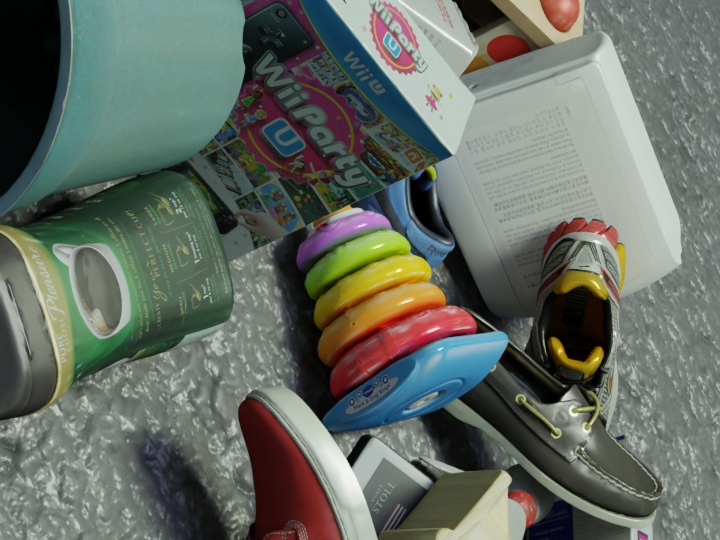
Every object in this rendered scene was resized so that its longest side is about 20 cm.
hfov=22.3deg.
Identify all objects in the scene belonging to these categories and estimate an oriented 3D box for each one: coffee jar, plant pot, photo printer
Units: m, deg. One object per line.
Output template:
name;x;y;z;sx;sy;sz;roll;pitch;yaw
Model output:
coffee jar;-0.163;0.014;1.015;0.199;0.085;0.105;-23;97;-54
plant pot;-0.174;-0.125;0.994;0.196;0.199;0.202;-12;82;-59
photo printer;0.141;-0.061;1.360;0.201;0.165;0.070;64;22;-23

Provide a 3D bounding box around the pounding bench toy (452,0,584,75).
pounding bench toy;0.061;-0.231;1.367;0.200;0.155;0.125;37;46;-35

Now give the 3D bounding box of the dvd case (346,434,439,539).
dvd case;0.040;0.220;1.123;0.199;0.025;0.151;38;74;-14

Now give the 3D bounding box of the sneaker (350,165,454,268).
sneaker;0.018;-0.095;1.309;0.066;0.078;0.202;-7;77;-51

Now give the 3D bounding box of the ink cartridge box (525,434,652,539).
ink cartridge box;0.164;0.226;1.314;0.037;0.094;0.202;28;52;-41

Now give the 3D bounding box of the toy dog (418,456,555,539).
toy dog;0.068;0.184;1.242;0.200;0.096;0.133;28;47;-60

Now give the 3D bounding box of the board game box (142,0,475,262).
board game box;-0.053;-0.105;1.119;0.148;0.199;0.065;49;39;-23

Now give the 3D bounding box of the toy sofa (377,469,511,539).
toy sofa;0.097;0.220;1.086;0.200;0.083;0.098;48;68;-11

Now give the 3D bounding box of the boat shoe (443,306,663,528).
boat shoe;0.131;0.103;1.283;0.200;0.061;0.072;35;24;10

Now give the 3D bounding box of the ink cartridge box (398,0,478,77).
ink cartridge box;-0.030;-0.186;1.201;0.199;0.088;0.146;32;17;-16

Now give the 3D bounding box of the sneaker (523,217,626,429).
sneaker;0.151;0.066;1.341;0.082;0.077;0.202;-70;162;-58

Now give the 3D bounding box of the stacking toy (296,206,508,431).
stacking toy;0.000;0.000;1.233;0.109;0.116;0.201;-4;64;-55

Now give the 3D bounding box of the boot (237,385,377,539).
boot;-0.061;0.178;1.040;0.143;0.072;0.202;-23;96;-21
